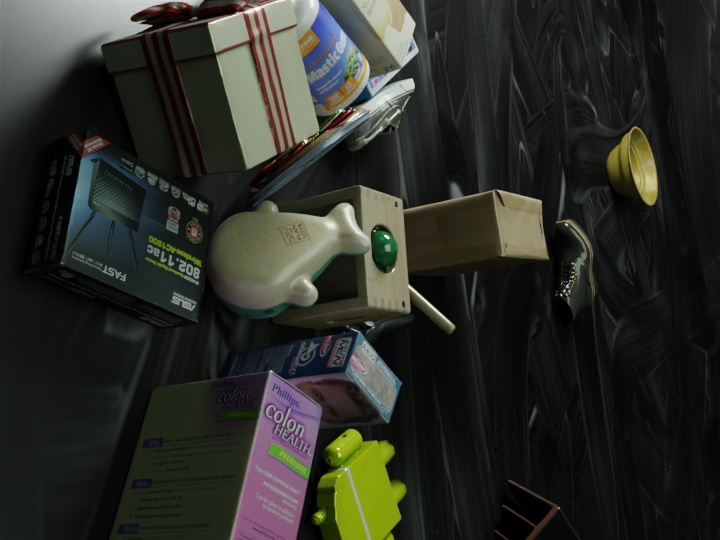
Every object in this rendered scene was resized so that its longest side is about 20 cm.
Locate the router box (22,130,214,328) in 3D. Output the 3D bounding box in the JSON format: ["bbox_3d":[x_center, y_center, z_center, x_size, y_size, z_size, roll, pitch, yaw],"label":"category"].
[{"bbox_3d":[-0.252,-0.038,1.054,0.200,0.062,0.151,30,58,-49],"label":"router box"}]

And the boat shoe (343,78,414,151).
[{"bbox_3d":[0.027,-0.244,1.528,0.200,0.070,0.064,-40,113,-44],"label":"boat shoe"}]

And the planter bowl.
[{"bbox_3d":[0.677,-0.254,2.468,0.200,0.083,0.202,23,62,-51],"label":"planter bowl"}]

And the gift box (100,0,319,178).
[{"bbox_3d":[-0.169,-0.225,1.138,0.200,0.183,0.188,-45,126,-55],"label":"gift box"}]

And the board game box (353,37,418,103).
[{"bbox_3d":[-0.003,-0.390,1.531,0.200,0.056,0.197,-51,122,-49],"label":"board game box"}]

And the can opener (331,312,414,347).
[{"bbox_3d":[0.018,0.079,1.435,0.063,0.079,0.200,41,28,14],"label":"can opener"}]

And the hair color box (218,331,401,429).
[{"bbox_3d":[-0.064,0.137,1.157,0.100,0.199,0.061,51,42,-33],"label":"hair color box"}]

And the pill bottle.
[{"bbox_3d":[-0.084,-0.315,1.340,0.200,0.111,0.113,43,47,-41],"label":"pill bottle"}]

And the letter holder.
[{"bbox_3d":[0.306,0.480,1.708,0.101,0.142,0.200,-43,122,-16],"label":"letter holder"}]

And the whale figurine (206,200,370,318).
[{"bbox_3d":[-0.090,-0.013,1.195,0.104,0.199,0.160,94,-29,-56],"label":"whale figurine"}]

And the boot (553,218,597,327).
[{"bbox_3d":[0.437,0.006,2.053,0.138,0.077,0.201,-40,113,-48],"label":"boot"}]

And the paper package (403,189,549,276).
[{"bbox_3d":[0.173,-0.054,1.566,0.190,0.199,0.104,2,79,-56],"label":"paper package"}]

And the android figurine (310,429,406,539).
[{"bbox_3d":[-0.003,0.316,1.336,0.200,0.041,0.183,-32,108,-55],"label":"android figurine"}]

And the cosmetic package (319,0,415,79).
[{"bbox_3d":[-0.007,-0.385,1.409,0.200,0.071,0.106,46,47,-39],"label":"cosmetic package"}]

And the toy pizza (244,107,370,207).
[{"bbox_3d":[-0.072,-0.150,1.241,0.032,0.200,0.200,53,38,-5],"label":"toy pizza"}]

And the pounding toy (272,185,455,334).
[{"bbox_3d":[0.000,0.000,1.292,0.142,0.199,0.186,12,71,-54],"label":"pounding toy"}]

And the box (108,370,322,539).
[{"bbox_3d":[-0.152,0.224,1.023,0.097,0.175,0.201,41,48,-42],"label":"box"}]
